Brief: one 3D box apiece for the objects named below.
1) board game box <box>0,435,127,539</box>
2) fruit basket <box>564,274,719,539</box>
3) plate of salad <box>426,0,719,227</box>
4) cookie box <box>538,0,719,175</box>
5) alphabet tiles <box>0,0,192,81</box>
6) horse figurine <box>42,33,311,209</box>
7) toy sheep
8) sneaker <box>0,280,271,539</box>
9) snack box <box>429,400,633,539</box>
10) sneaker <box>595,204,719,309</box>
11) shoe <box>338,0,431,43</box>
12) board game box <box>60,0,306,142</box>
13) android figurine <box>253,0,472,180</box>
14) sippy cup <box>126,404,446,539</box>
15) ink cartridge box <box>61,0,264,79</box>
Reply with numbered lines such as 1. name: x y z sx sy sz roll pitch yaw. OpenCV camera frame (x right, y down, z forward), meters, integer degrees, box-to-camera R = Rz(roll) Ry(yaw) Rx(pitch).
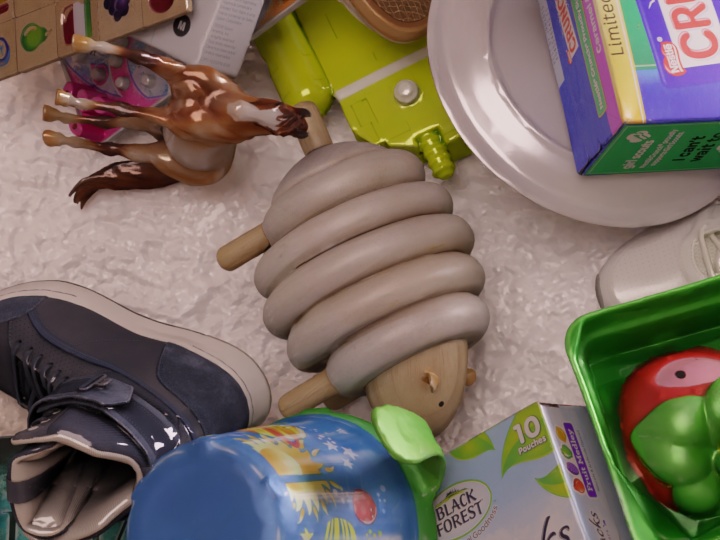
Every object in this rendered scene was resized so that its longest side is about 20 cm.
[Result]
1. board game box: -0.171 0.158 1.358 0.199 0.028 0.136 -5 71 10
2. fruit basket: 0.217 0.063 1.209 0.214 0.216 0.156 -20 68 4
3. plate of salad: 0.129 -0.111 1.356 0.199 0.048 0.201 7 65 -16
4. cookie box: 0.204 -0.144 1.323 0.199 0.075 0.172 -4 68 -16
5. alphabet tiles: -0.165 -0.221 1.390 0.167 0.008 0.201 -14 73 37
6. horse figurine: -0.109 -0.080 1.357 0.132 0.200 0.050 11 72 -12
7. toy sheep: 0.000 0.000 1.326 0.137 0.138 0.201 -26 81 2
8. sneaker: -0.170 0.076 1.314 0.201 0.077 0.146 11 33 31
9. snack box: 0.085 0.188 1.249 0.142 0.053 0.201 -32 64 33
10. sneaker: 0.222 -0.017 1.312 0.199 0.080 0.071 -14 71 8
11. shoe: -0.005 -0.210 1.407 0.070 0.053 0.201 -17 66 -16
12. board game box: -0.124 -0.205 1.429 0.200 0.026 0.201 -32 65 28
13. android figurine: 0.031 -0.145 1.417 0.181 0.041 0.201 -24 66 2
14. sippy cup: -0.048 0.136 1.238 0.139 0.130 0.179 23 95 29
15. ink cartridge box: -0.113 -0.235 1.383 0.199 0.041 0.201 26 99 37
